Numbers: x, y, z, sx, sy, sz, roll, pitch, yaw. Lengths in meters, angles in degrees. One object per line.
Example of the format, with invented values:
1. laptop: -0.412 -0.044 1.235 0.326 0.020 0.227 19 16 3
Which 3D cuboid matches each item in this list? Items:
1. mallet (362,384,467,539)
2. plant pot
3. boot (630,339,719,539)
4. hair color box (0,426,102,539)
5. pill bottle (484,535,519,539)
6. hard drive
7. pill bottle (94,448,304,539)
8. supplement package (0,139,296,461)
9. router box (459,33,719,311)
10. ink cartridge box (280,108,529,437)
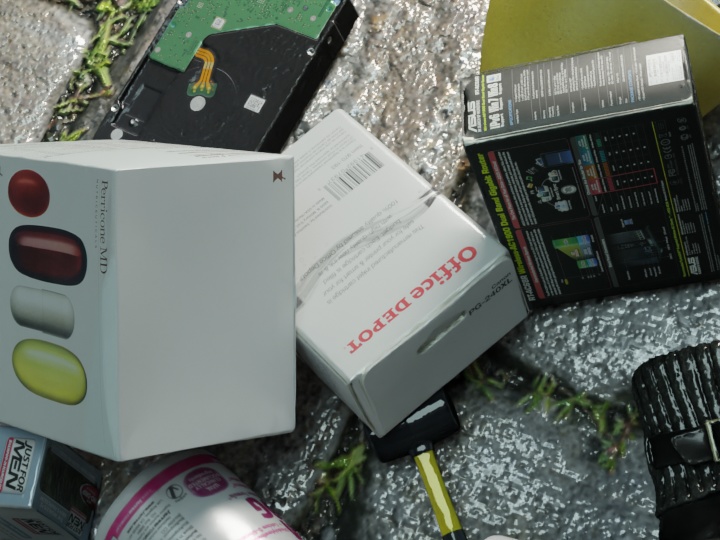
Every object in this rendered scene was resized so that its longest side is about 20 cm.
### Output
1. mallet: 0.051 0.176 1.273 0.066 0.041 0.201 -17 67 9
2. plant pot: 0.164 -0.151 1.310 0.200 0.200 0.142 43 110 28
3. boot: 0.280 0.119 1.199 0.210 0.079 0.159 -6 65 16
4. hair color box: -0.302 0.153 1.357 0.199 0.099 0.061 3 67 18
5. pill bottle: 0.159 0.241 1.159 0.199 0.111 0.111 13 71 14
6. hard drive: -0.107 -0.149 1.464 0.139 0.038 0.201 23 76 25
7. pill bottle: -0.077 0.222 1.247 0.200 0.113 0.113 40 83 27
8. supplement package: -0.161 0.012 1.269 0.199 0.147 0.192 9 102 49
9. router box: 0.161 -0.060 1.248 0.149 0.200 0.062 -10 53 12
10. ink cartridge box: 0.000 0.000 1.314 0.145 0.084 0.200 -39 53 -11
